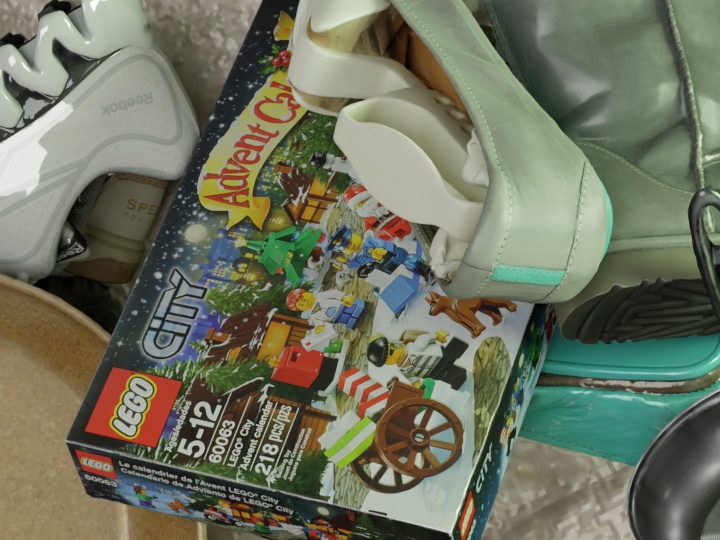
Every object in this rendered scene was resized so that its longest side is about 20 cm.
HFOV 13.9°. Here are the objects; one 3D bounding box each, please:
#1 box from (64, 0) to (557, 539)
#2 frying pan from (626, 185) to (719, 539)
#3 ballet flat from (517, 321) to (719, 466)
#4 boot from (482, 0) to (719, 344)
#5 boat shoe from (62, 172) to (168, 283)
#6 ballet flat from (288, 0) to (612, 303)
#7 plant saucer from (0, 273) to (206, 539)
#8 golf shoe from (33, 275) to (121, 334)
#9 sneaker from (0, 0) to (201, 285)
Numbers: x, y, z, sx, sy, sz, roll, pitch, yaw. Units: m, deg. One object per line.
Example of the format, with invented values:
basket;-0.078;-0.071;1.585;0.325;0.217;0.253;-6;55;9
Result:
box;0.000;0.000;1.010;0.136;0.038;0.201;12;58;16
frying pan;0.150;0.047;0.973;0.114;0.031;0.191;-4;136;-11
ballet flat;0.038;0.035;1.048;0.199;0.068;0.071;9;136;16
boot;0.119;-0.080;1.007;0.073;0.181;0.201;130;135;-53
boat shoe;-0.164;-0.063;1.109;0.199;0.071;0.065;24;97;4
ballet flat;0.012;-0.060;0.965;0.200;0.063;0.068;53;136;44
plant saucer;-0.154;0.095;1.035;0.199;0.035;0.201;-1;97;-8
golf shoe;-0.182;0.055;1.102;0.199;0.088;0.078;-29;113;-15
sneaker;-0.146;-0.019;1.043;0.200;0.075;0.081;-34;101;9
